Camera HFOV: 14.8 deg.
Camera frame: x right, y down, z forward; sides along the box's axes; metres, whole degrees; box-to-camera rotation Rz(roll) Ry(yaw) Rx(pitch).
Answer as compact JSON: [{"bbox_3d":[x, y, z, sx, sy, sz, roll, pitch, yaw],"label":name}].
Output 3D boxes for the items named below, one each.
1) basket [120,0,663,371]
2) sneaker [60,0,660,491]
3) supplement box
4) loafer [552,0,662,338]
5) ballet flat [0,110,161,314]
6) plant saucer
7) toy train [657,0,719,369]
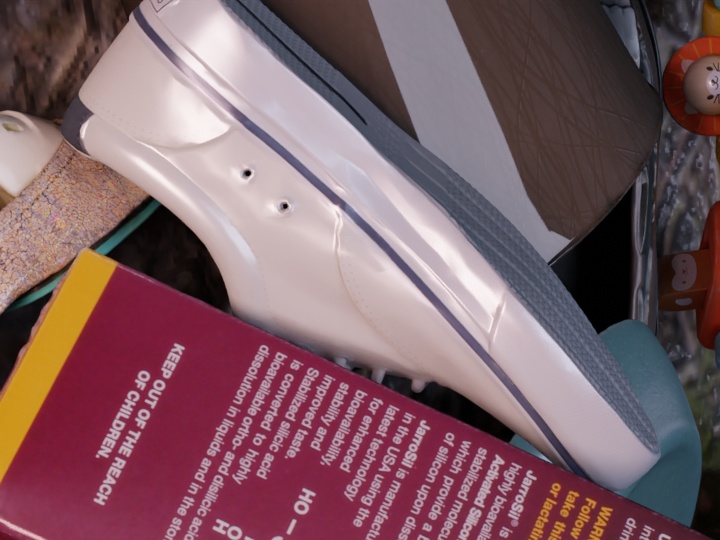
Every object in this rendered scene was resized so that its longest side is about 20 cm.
[{"bbox_3d":[-0.011,-0.098,0.876,0.180,0.136,0.200,-48,120,-40],"label":"basket"},{"bbox_3d":[0.000,0.000,0.803,0.200,0.071,0.073,44,15,-6],"label":"sneaker"},{"bbox_3d":[-0.010,0.087,0.794,0.110,0.200,0.086,104,11,-68],"label":"supplement box"},{"bbox_3d":[0.080,-0.042,1.010,0.063,0.072,0.201,-94,175,-79],"label":"loafer"},{"bbox_3d":[-0.123,-0.006,0.786,0.200,0.068,0.067,-47,114,-42],"label":"ballet flat"},{"bbox_3d":[0.071,0.115,0.961,0.200,0.036,0.200,-51,155,-35],"label":"plant saucer"},{"bbox_3d":[0.136,-0.069,1.086,0.150,0.055,0.200,91,0,-64],"label":"toy train"}]
